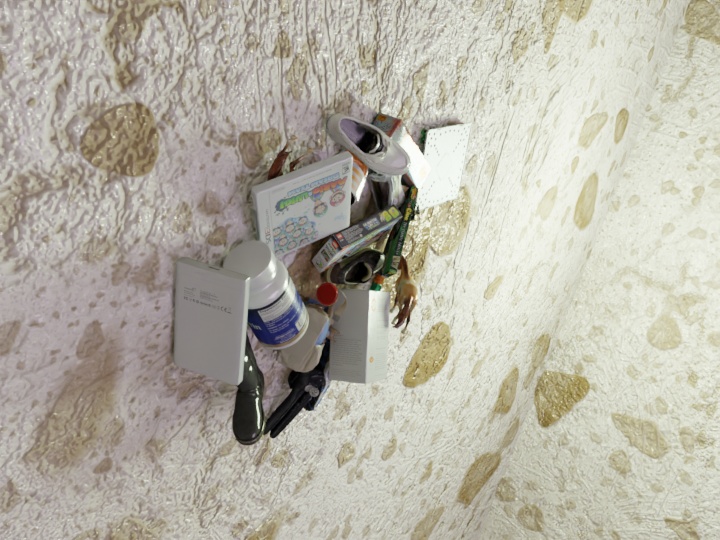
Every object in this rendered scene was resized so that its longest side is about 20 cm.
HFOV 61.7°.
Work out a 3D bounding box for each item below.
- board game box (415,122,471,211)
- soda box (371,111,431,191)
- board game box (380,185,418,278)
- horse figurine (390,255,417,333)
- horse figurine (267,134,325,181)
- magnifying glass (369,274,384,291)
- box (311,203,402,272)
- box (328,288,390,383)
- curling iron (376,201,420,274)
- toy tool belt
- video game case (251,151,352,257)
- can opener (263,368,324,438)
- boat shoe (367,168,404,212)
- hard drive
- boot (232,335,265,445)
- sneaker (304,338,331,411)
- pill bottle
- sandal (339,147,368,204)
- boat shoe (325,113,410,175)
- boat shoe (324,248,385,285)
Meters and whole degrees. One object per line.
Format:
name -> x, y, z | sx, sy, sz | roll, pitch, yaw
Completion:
board game box -> 0.202, -0.265, 1.517 | 0.198, 0.026, 0.204 | -21, 127, -45
soda box -> 0.086, -0.258, 1.326 | 0.064, 0.068, 0.200 | -57, 145, -8
board game box -> 0.089, -0.087, 1.393 | 0.105, 0.023, 0.204 | 156, -50, -78
horse figurine -> 0.104, 0.064, 1.473 | 0.201, 0.049, 0.135 | -94, -162, -63
horse figurine -> -0.119, -0.165, 1.119 | 0.134, 0.050, 0.199 | -56, 153, 4
magnifying glass -> 0.037, 0.052, 1.504 | 0.079, 0.022, 0.204 | 11, 102, -55
box -> -0.006, -0.071, 1.302 | 0.199, 0.035, 0.110 | -30, 171, -40
box -> -0.001, 0.146, 1.373 | 0.124, 0.096, 0.205 | 10, 83, -64
curling iron -> 0.087, -0.082, 1.464 | 0.025, 0.049, 0.203 | 26, 92, -57
toy tool belt -> -0.103, 0.116, 1.294 | 0.203, 0.123, 0.123 | -62, 177, 2
video game case -> -0.104, -0.115, 1.120 | 0.197, 0.024, 0.184 | -25, 146, -22
can opener -> -0.151, 0.298, 1.361 | 0.063, 0.079, 0.202 | 29, 98, -29
boat shoe -> 0.047, -0.193, 1.314 | 0.065, 0.074, 0.203 | -54, 152, -20
hard drive -> -0.257, 0.089, 1.033 | 0.027, 0.129, 0.204 | -50, 152, -64
boot -> -0.226, 0.203, 1.140 | 0.071, 0.184, 0.202 | -5, 137, -6
sneaker -> -0.082, 0.237, 1.412 | 0.076, 0.075, 0.203 | 14, 101, -52
pill bottle -> -0.176, 0.047, 1.127 | 0.116, 0.115, 0.202 | -47, 142, -23
sandal -> -0.036, -0.154, 1.215 | 0.078, 0.059, 0.209 | 30, 86, -29
boat shoe -> 0.026, -0.246, 1.179 | 0.198, 0.066, 0.073 | 31, 88, -26
boat shoe -> 0.000, 0.000, 1.379 | 0.198, 0.064, 0.075 | -21, 126, -47
